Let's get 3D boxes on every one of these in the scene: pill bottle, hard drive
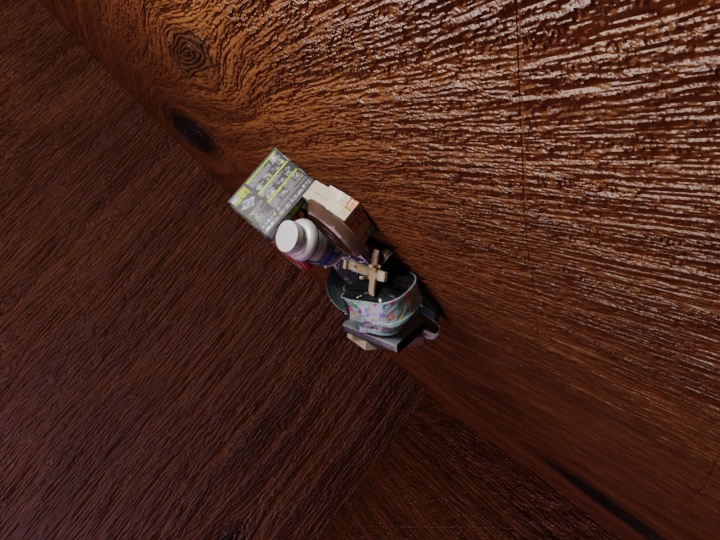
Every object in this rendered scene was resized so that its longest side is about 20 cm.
[{"bbox_3d":[-0.138,-0.078,1.642,0.110,0.114,0.197,35,-166,34],"label":"pill bottle"},{"bbox_3d":[0.065,0.158,1.692,0.196,0.138,0.034,16,125,37],"label":"hard drive"},{"bbox_3d":[0.000,0.000,1.768,0.200,0.043,0.133,47,140,-17],"label":"hard drive"}]

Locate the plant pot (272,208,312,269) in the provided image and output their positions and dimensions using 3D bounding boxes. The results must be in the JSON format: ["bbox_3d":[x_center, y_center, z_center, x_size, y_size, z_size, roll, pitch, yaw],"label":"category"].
[{"bbox_3d":[-0.169,-0.117,1.827,0.199,0.184,0.201,38,172,6],"label":"plant pot"}]

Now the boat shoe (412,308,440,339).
[{"bbox_3d":[0.149,0.131,1.752,0.199,0.076,0.086,35,165,6],"label":"boat shoe"}]

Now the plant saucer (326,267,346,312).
[{"bbox_3d":[-0.013,0.059,1.876,0.199,0.200,0.039,38,149,17],"label":"plant saucer"}]

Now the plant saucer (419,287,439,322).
[{"bbox_3d":[0.163,0.076,1.766,0.199,0.028,0.201,42,171,8],"label":"plant saucer"}]

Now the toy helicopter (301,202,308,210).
[{"bbox_3d":[-0.198,-0.234,1.716,0.200,0.079,0.131,46,-168,29],"label":"toy helicopter"}]

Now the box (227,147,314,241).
[{"bbox_3d":[-0.237,-0.206,1.625,0.159,0.201,0.044,37,170,16],"label":"box"}]

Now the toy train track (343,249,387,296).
[{"bbox_3d":[0.002,-0.002,1.565,0.032,0.119,0.198,1,-170,-32],"label":"toy train track"}]

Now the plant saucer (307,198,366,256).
[{"bbox_3d":[-0.067,-0.101,1.530,0.199,0.035,0.201,41,171,7],"label":"plant saucer"}]

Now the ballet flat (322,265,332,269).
[{"bbox_3d":[-0.113,-0.091,1.943,0.065,0.047,0.204,7,-135,-23],"label":"ballet flat"}]

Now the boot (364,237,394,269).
[{"bbox_3d":[-0.003,-0.092,1.616,0.201,0.064,0.186,48,169,-5],"label":"boot"}]

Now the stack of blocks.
[{"bbox_3d":[-0.062,-0.158,1.541,0.198,0.059,0.116,36,169,38],"label":"stack of blocks"}]

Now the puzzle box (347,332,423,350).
[{"bbox_3d":[0.073,0.196,1.761,0.194,0.026,0.132,-1,-169,-26],"label":"puzzle box"}]

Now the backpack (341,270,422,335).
[{"bbox_3d":[0.067,0.082,1.624,0.195,0.177,0.155,-3,117,38],"label":"backpack"}]

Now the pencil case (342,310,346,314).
[{"bbox_3d":[-0.035,0.041,1.962,0.082,0.208,0.084,-7,-179,39],"label":"pencil case"}]
